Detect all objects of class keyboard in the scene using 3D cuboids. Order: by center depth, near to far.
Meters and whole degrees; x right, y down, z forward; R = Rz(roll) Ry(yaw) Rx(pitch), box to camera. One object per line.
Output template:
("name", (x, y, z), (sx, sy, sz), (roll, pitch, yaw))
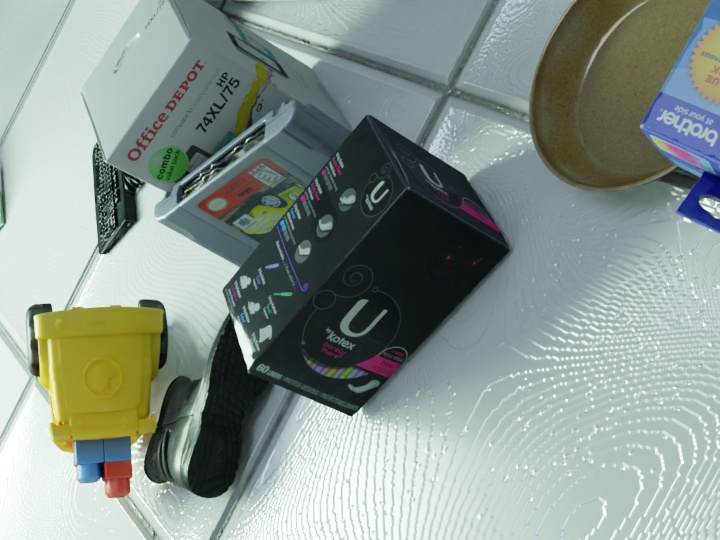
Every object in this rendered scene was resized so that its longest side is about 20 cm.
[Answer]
("keyboard", (-0.316, -0.122, 1.453), (0.104, 0.039, 0.201), (-44, 42, 26))

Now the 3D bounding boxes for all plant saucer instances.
("plant saucer", (0.209, -0.144, 0.831), (0.199, 0.035, 0.202), (-28, 51, 39))

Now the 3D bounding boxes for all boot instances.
("boot", (-0.148, 0.111, 1.097), (0.130, 0.067, 0.202), (4, 72, 57))

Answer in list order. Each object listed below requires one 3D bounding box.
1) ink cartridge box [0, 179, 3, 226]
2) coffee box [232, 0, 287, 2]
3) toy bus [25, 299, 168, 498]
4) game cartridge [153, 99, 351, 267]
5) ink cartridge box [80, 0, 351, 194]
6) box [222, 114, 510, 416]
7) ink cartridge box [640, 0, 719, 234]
("ink cartridge box", (-0.632, -0.064, 1.763), (0.200, 0.087, 0.146), (-47, 41, 25))
("coffee box", (-0.100, -0.371, 1.300), (0.199, 0.079, 0.115), (17, 83, 53))
("toy bus", (-0.263, 0.131, 1.166), (0.200, 0.134, 0.195), (153, 113, -71))
("game cartridge", (-0.078, -0.068, 1.053), (0.199, 0.132, 0.041), (-31, 47, 36))
("ink cartridge box", (-0.143, -0.155, 1.127), (0.147, 0.199, 0.146), (-51, 39, 17))
("box", (0.000, 0.000, 0.929), (0.200, 0.122, 0.106), (-49, 39, 20))
("ink cartridge box", (0.262, -0.108, 0.686), (0.136, 0.076, 0.202), (31, 96, 34))
